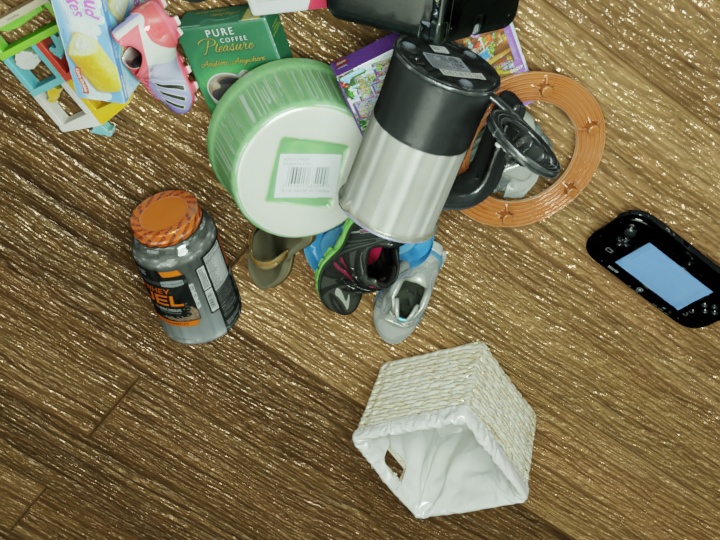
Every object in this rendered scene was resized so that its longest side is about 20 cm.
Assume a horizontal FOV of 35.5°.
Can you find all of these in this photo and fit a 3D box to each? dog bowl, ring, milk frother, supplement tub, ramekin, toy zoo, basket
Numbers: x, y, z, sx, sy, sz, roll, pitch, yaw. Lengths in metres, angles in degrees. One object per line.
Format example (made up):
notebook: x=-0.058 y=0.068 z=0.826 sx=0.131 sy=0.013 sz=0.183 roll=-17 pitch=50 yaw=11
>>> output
dog bowl: x=0.017 y=-0.048 z=1.463 sx=0.199 sy=0.050 sz=0.112 roll=-22 pitch=109 yaw=37
ring: x=0.187 y=-0.132 z=1.280 sx=0.198 sy=0.019 sz=0.202 roll=-7 pitch=126 yaw=-10
milk frother: x=0.091 y=-0.106 z=1.149 sx=0.178 sy=0.201 sz=0.189 roll=12 pitch=124 yaw=-14
supplement tub: x=-0.245 y=-0.005 z=1.566 sx=0.121 sy=0.123 sz=0.201 roll=2 pitch=134 yaw=18
ramekin: x=-0.074 y=-0.137 z=1.319 sx=0.198 sy=0.098 sz=0.202 roll=-11 pitch=127 yaw=-15
toy zoo: x=-0.379 y=-0.253 z=1.443 sx=0.130 sy=0.021 sz=0.201 roll=-16 pitch=126 yaw=32
basket: x=0.130 y=0.230 z=1.630 sx=0.198 sy=0.162 sz=0.199 roll=-16 pitch=126 yaw=33

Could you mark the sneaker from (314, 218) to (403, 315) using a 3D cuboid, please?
sneaker: x=0.000 y=0.000 z=1.399 sx=0.076 sy=0.084 sz=0.201 roll=-16 pitch=151 yaw=-29

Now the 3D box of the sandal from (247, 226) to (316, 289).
sandal: x=-0.118 y=-0.035 z=1.503 sx=0.081 sy=0.054 sz=0.200 roll=65 pitch=148 yaw=10

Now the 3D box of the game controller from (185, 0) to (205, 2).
game controller: x=-0.137 y=-0.332 z=1.129 sx=0.198 sy=0.042 sz=0.104 roll=-13 pitch=135 yaw=34

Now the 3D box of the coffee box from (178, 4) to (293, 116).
coffee box: x=-0.131 y=-0.224 z=1.361 sx=0.122 sy=0.044 sz=0.201 roll=-2 pitch=133 yaw=22

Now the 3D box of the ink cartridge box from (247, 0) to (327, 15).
ink cartridge box: x=-0.068 y=-0.376 z=1.155 sx=0.144 sy=0.084 sz=0.201 roll=0 pitch=132 yaw=22

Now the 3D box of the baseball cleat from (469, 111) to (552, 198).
baseball cleat: x=0.136 y=-0.107 z=1.337 sx=0.199 sy=0.070 sz=0.106 roll=-32 pitch=118 yaw=27

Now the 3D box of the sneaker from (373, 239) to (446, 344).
sneaker: x=0.056 y=0.046 z=1.530 sx=0.074 sy=0.087 sz=0.201 roll=18 pitch=138 yaw=0

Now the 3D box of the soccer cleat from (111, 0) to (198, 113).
soccer cleat: x=-0.240 y=-0.240 z=1.314 sx=0.067 sy=0.076 sz=0.200 roll=54 pitch=166 yaw=17

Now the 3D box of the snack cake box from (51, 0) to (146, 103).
snack cake box: x=-0.294 y=-0.309 z=1.287 sx=0.066 sy=0.116 sz=0.201 roll=9 pitch=136 yaw=14

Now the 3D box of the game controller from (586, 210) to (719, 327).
game controller: x=0.375 y=0.001 z=1.385 sx=0.199 sy=0.042 sz=0.104 roll=35 pitch=135 yaw=-14

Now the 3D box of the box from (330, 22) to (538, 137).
box: x=0.083 y=-0.208 z=1.236 sx=0.198 sy=0.039 sz=0.138 roll=-25 pitch=126 yaw=3

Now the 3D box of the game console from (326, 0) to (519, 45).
game console: x=0.074 y=-0.341 z=1.112 sx=0.116 sy=0.175 sz=0.202 roll=39 pitch=136 yaw=37
